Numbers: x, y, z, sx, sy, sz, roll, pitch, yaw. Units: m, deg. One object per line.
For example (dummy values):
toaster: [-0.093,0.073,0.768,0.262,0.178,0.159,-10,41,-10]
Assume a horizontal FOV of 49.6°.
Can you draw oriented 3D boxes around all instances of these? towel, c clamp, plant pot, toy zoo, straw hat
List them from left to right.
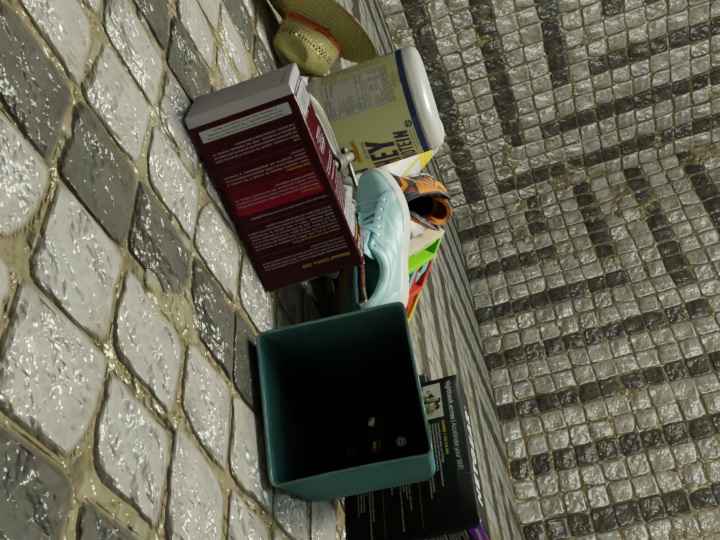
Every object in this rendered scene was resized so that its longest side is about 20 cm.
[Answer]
straw hat: [-0.077,-0.328,1.132,0.086,0.200,0.201,-60,158,-6]
c clamp: [-0.063,-0.141,0.963,0.200,0.027,0.172,-29,101,-57]
towel: [-0.013,0.054,0.889,0.201,0.021,0.148,100,-10,-45]
plant pot: [-0.001,0.147,0.763,0.200,0.140,0.143,68,11,-62]
toy zoo: [0.059,0.039,1.162,0.131,0.020,0.201,-31,145,-55]

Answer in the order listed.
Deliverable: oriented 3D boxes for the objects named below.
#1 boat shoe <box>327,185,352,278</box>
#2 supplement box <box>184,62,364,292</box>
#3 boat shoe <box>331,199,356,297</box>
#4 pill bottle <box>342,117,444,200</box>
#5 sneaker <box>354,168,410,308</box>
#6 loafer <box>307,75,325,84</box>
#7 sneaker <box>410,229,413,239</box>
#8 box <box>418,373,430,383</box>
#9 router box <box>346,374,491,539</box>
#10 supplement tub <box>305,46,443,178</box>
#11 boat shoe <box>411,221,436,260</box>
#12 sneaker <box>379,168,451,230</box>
boat shoe: [-0.049,-0.048,0.950,0.200,0.065,0.073,98,4,-73]
supplement box: [-0.077,-0.086,0.765,0.061,0.108,0.201,-88,160,-58]
boat shoe: [0.001,0.000,1.056,0.064,0.074,0.204,4,65,-32]
pill bottle: [0.037,-0.176,1.228,0.200,0.111,0.113,-49,134,-26]
sneaker: [0.017,-0.040,0.979,0.082,0.073,0.202,17,62,-57]
loafer: [-0.032,-0.236,1.278,0.076,0.068,0.201,-94,165,-51]
sneaker: [0.031,-0.037,1.202,0.200,0.115,0.074,-67,138,-74]
box: [0.091,0.280,1.125,0.164,0.085,0.201,59,19,-53]
router box: [0.058,0.226,0.890,0.201,0.148,0.051,-93,161,-47]
supplement tub: [0.005,-0.215,1.098,0.145,0.198,0.146,-17,90,-78]
boat shoe: [0.057,-0.090,1.283,0.200,0.073,0.067,45,-48,29]
sneaker: [0.097,-0.095,1.157,0.199,0.112,0.078,-4,117,-54]
